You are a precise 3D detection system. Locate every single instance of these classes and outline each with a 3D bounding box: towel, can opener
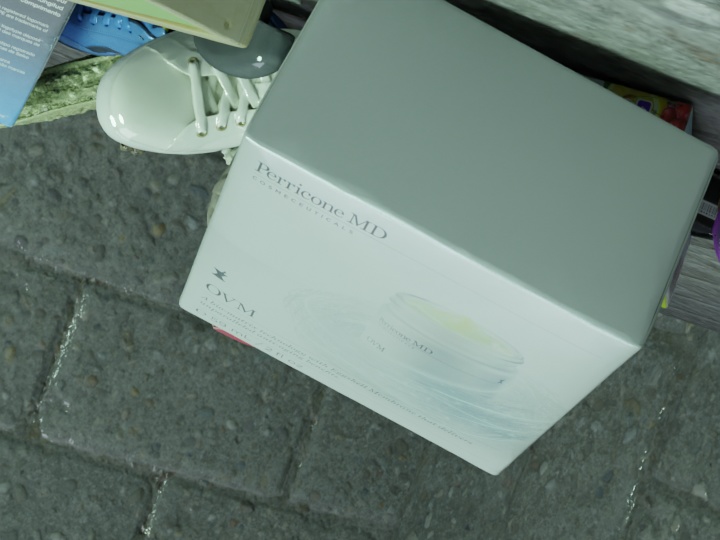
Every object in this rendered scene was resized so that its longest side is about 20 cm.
[{"bbox_3d":[-0.180,-0.137,1.128,0.199,0.037,0.148,-17,-168,-4],"label":"towel"},{"bbox_3d":[-0.095,-0.152,0.867,0.052,0.067,0.200,19,-174,-32],"label":"can opener"}]

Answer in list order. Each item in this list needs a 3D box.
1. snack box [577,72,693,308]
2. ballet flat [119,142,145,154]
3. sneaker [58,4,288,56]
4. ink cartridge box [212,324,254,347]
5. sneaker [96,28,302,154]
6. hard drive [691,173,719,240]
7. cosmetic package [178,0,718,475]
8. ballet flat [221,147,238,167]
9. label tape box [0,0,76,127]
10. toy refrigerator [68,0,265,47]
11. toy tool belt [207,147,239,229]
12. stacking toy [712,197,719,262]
[{"bbox_3d":[0.113,-0.050,0.902,0.142,0.053,0.200,17,164,16],"label":"snack box"},{"bbox_3d":[-0.110,-0.097,1.046,0.067,0.047,0.200,5,-176,18],"label":"ballet flat"},{"bbox_3d":[-0.136,-0.166,1.016,0.199,0.066,0.078,18,177,17],"label":"sneaker"},{"bbox_3d":[-0.001,-0.003,1.196,0.199,0.147,0.083,8,167,42],"label":"ink cartridge box"},{"bbox_3d":[-0.048,-0.110,0.906,0.199,0.073,0.085,-11,-175,-24],"label":"sneaker"},{"bbox_3d":[0.162,-0.065,1.071,0.139,0.038,0.200,21,179,-22],"label":"hard drive"},{"bbox_3d":[0.034,-0.018,0.795,0.199,0.123,0.200,28,151,-2],"label":"cosmetic package"},{"bbox_3d":[-0.027,-0.059,1.103,0.072,0.072,0.200,21,179,-34],"label":"ballet flat"},{"bbox_3d":[-0.240,-0.190,0.954,0.144,0.063,0.200,21,139,-19],"label":"label tape box"},{"bbox_3d":[-0.133,-0.160,0.752,0.200,0.070,0.076,22,-179,41],"label":"toy refrigerator"},{"bbox_3d":[0.000,0.000,0.987,0.200,0.125,0.123,33,167,10],"label":"toy tool belt"},{"bbox_3d":[0.233,-0.016,0.855,0.109,0.116,0.200,21,-166,-14],"label":"stacking toy"}]
